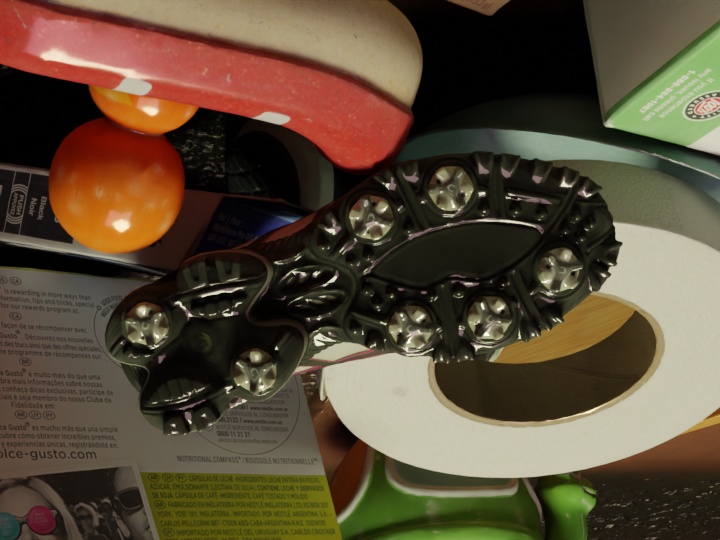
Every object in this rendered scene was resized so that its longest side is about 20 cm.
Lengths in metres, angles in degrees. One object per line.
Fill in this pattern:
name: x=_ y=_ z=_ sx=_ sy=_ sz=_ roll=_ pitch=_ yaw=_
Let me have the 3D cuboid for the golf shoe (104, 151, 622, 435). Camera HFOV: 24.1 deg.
golf shoe: x=0.000 y=0.000 z=0.657 sx=0.199 sy=0.078 sz=0.088 roll=-15 pitch=-173 yaw=6

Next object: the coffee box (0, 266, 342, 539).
coffee box: x=-0.146 y=0.131 z=0.792 sx=0.199 sy=0.199 sz=0.200 roll=5 pitch=148 yaw=-39

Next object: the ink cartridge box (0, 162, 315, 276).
ink cartridge box: x=-0.099 y=-0.018 z=0.742 sx=0.199 sy=0.039 sz=0.099 roll=8 pitch=176 yaw=28

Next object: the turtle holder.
turtle holder: x=0.065 y=0.159 z=1.123 sx=0.184 sy=0.132 sz=0.141 roll=-11 pitch=151 yaw=7

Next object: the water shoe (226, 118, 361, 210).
water shoe: x=-0.018 y=-0.025 z=0.845 sx=0.079 sy=0.072 sz=0.200 roll=-29 pitch=156 yaw=-17

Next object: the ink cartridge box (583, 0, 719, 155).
ink cartridge box: x=0.214 y=-0.107 z=0.697 sx=0.199 sy=0.088 sz=0.145 roll=12 pitch=148 yaw=-29

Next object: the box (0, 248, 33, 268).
box: x=-0.250 y=0.045 z=0.897 sx=0.140 sy=0.079 sz=0.200 roll=-1 pitch=152 yaw=-16

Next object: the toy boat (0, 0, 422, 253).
toy boat: x=-0.077 y=-0.068 z=0.624 sx=0.199 sy=0.131 sz=0.131 roll=10 pitch=110 yaw=-27

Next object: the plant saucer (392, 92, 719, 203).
plant saucer: x=0.116 y=-0.045 z=0.799 sx=0.200 sy=0.039 sz=0.201 roll=15 pitch=168 yaw=3

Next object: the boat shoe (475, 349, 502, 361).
boat shoe: x=0.048 y=0.001 z=0.837 sx=0.064 sy=0.071 sz=0.200 roll=-38 pitch=161 yaw=-26

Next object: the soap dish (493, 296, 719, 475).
soap dish: x=0.149 y=0.048 z=0.984 sx=0.199 sy=0.082 sz=0.157 roll=-21 pitch=149 yaw=28

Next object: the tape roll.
tape roll: x=0.080 y=0.028 z=0.761 sx=0.202 sy=0.037 sz=0.203 roll=-3 pitch=143 yaw=-3

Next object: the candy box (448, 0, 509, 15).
candy box: x=0.003 y=-0.164 z=0.574 sx=0.199 sy=0.056 sz=0.115 roll=15 pitch=146 yaw=-34
